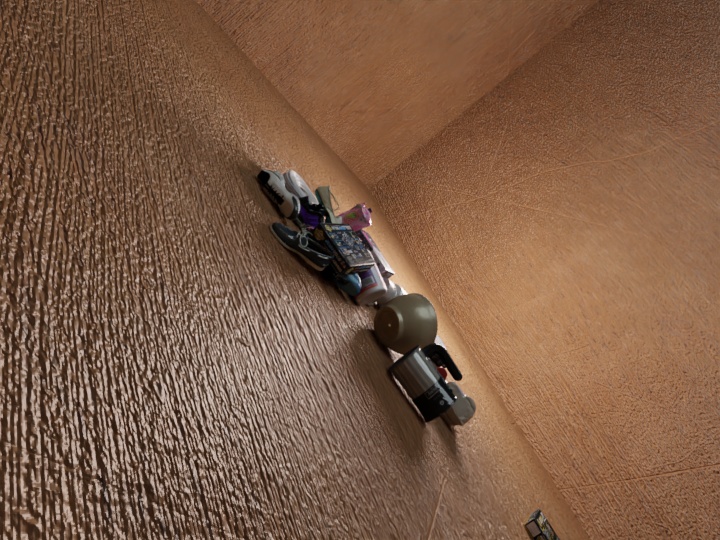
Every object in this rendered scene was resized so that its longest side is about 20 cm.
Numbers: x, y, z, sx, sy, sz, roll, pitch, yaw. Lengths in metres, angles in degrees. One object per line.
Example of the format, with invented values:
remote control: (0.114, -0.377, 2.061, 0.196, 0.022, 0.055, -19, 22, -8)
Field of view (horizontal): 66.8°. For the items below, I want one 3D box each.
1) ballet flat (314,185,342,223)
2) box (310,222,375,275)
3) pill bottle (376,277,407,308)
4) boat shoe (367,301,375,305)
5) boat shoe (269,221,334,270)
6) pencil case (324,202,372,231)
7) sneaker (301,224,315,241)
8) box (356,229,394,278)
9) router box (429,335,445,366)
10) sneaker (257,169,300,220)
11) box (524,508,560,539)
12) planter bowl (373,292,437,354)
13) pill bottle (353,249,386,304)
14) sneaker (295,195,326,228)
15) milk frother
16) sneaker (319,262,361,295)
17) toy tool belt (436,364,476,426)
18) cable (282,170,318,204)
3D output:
ballet flat: (-0.095, -0.188, 1.825, 0.069, 0.068, 0.203, -38, 112, -79)
box: (-0.048, -0.067, 1.647, 0.160, 0.046, 0.199, 55, 22, 11)
pill bottle: (0.124, 0.115, 2.011, 0.200, 0.114, 0.115, 44, 14, -40)
boat shoe: (-0.001, 0.024, 1.879, 0.201, 0.071, 0.072, 52, 11, -5)
boat shoe: (-0.160, -0.076, 1.505, 0.199, 0.062, 0.075, 39, 25, -20)
pencil case: (-0.056, -0.164, 1.891, 0.088, 0.198, 0.088, 57, 20, -35)
sneaker: (-0.112, -0.077, 1.715, 0.200, 0.080, 0.087, 50, 6, -29)
box: (0.021, -0.045, 2.073, 0.201, 0.114, 0.132, 56, 11, 17)
router box: (0.293, 0.301, 2.284, 0.200, 0.062, 0.150, 46, 12, -33)
sneaker: (-0.252, -0.229, 1.656, 0.080, 0.074, 0.201, 10, 38, -53)
box: (0.634, 0.915, 1.864, 0.161, 0.049, 0.200, 56, 11, 23)
planter bowl: (0.126, 0.171, 1.721, 0.133, 0.201, 0.201, 4, 44, -40)
pill bottle: (0.000, 0.000, 1.788, 0.202, 0.110, 0.111, 66, 15, 18)
sneaker: (-0.143, -0.160, 1.769, 0.200, 0.099, 0.070, 49, 11, -35)
milk frother: (0.185, 0.329, 1.636, 0.189, 0.180, 0.200, 54, -32, 5)
sneaker: (-0.078, 0.016, 1.632, 0.200, 0.078, 0.090, 42, 28, -21)
toy tool belt: (0.289, 0.422, 1.828, 0.201, 0.124, 0.123, 58, -20, 8)
cable: (-0.205, -0.246, 1.863, 0.200, 0.069, 0.201, 49, 12, -23)
